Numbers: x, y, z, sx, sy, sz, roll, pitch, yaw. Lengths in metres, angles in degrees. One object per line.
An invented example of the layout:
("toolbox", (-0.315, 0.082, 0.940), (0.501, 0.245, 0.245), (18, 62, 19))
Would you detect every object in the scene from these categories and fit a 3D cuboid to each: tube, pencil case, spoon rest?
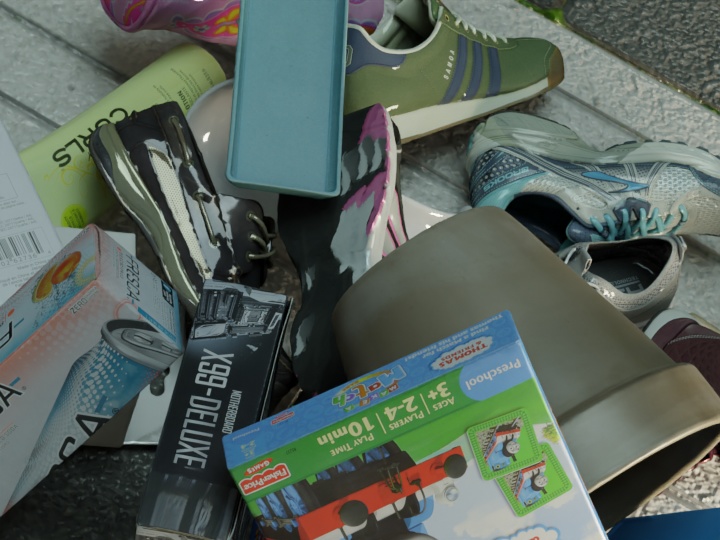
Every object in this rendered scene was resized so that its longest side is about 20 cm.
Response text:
("tube", (-0.161, -0.075, 1.385), (0.058, 0.052, 0.200), (37, 50, 12))
("pencil case", (-0.080, -0.190, 1.449), (0.199, 0.088, 0.088), (3, 50, -38))
("spoon rest", (-0.022, -0.056, 1.401), (0.199, 0.100, 0.061), (21, 7, -6))

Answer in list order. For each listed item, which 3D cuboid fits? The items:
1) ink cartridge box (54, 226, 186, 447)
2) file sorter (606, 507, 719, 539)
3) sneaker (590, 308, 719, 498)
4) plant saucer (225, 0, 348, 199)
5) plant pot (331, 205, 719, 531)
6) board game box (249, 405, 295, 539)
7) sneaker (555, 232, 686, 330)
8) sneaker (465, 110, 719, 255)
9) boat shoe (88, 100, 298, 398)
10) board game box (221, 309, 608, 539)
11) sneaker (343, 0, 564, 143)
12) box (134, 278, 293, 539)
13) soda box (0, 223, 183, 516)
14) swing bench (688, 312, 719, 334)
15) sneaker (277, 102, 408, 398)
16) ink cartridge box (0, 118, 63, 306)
("ink cartridge box", (-0.192, 0.035, 1.275), (0.199, 0.068, 0.117), (5, 52, -15))
("file sorter", (0.162, 0.234, 1.182), (0.200, 0.138, 0.123), (-40, 106, -37))
("sneaker", (0.201, 0.100, 1.332), (0.115, 0.076, 0.200), (15, 45, 26))
("plant saucer", (-0.044, -0.130, 1.353), (0.069, 0.019, 0.201), (8, 59, -9))
("plant pot", (0.076, 0.068, 1.201), (0.199, 0.200, 0.174), (-23, 71, -32))
("board game box", (-0.001, 0.186, 1.230), (0.135, 0.034, 0.201), (22, 48, -15))
("sneaker", (0.119, 0.013, 1.390), (0.199, 0.082, 0.075), (-18, 60, -27))
("sneaker", (0.165, -0.038, 1.460), (0.199, 0.078, 0.087), (10, 52, 1))
("boat shoe", (-0.088, -0.017, 1.319), (0.073, 0.074, 0.201), (-33, 84, 0))
("board game box", (0.042, 0.136, 1.062), (0.150, 0.201, 0.037), (-24, 27, 3))
("sneaker", (0.059, -0.149, 1.477), (0.199, 0.090, 0.067), (-22, 19, -36))
("box", (-0.085, 0.128, 1.151), (0.049, 0.201, 0.158), (12, 49, 0))
("soda box", (-0.187, 0.071, 1.160), (0.068, 0.200, 0.064), (41, 18, -26))
("swing bench", (0.341, 0.023, 1.380), (0.129, 0.199, 0.200), (-28, 66, -37))
("sneaker", (0.000, 0.000, 1.340), (0.080, 0.086, 0.201), (-7, 66, 28))
("ink cartridge box", (-0.246, -0.035, 1.240), (0.119, 0.042, 0.201), (-15, 64, -28))
